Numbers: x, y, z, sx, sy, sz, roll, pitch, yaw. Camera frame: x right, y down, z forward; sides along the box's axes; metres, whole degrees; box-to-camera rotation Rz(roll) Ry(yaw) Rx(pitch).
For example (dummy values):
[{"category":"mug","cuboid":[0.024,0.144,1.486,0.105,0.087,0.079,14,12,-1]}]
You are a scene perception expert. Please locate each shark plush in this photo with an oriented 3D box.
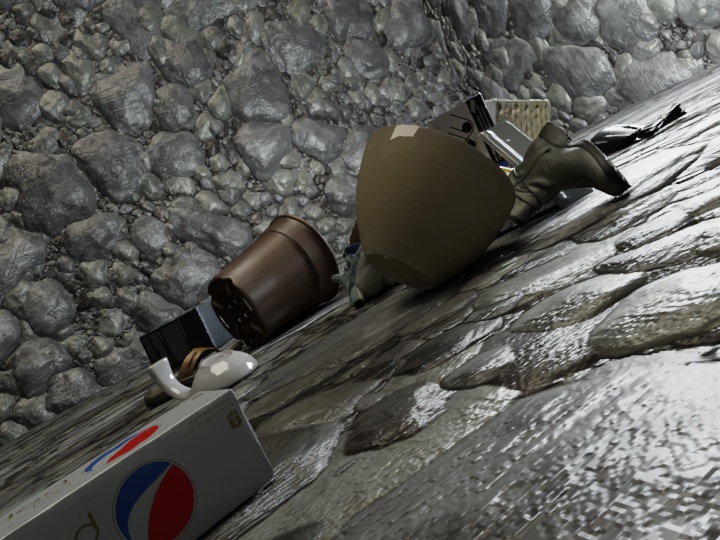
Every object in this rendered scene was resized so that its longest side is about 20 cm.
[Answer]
[{"category":"shark plush","cuboid":[0.000,0.000,0.991,0.089,0.085,0.200,-28,4,-9]}]

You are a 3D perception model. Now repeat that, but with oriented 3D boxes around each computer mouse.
[{"category":"computer mouse","cuboid":[0.531,-0.280,1.180,0.138,0.047,0.200,-30,4,-14]}]

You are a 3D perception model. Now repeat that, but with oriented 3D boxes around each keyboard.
[{"category":"keyboard","cuboid":[0.248,-0.159,0.870,0.055,0.201,0.011,-21,-42,-15]}]

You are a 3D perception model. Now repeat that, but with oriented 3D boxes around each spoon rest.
[{"category":"spoon rest","cuboid":[-0.233,0.158,0.891,0.196,0.062,0.099,-8,16,35]}]

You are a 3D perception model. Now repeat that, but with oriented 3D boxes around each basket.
[{"category":"basket","cuboid":[0.304,-0.240,1.167,0.120,0.140,0.200,-1,-4,15]}]

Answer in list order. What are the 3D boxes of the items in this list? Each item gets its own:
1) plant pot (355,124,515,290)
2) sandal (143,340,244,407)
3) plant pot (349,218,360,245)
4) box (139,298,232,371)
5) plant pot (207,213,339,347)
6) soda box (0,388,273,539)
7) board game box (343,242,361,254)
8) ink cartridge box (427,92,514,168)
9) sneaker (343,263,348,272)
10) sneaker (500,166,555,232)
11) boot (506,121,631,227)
[{"category":"plant pot","cuboid":[0.071,-0.058,0.730,0.137,0.197,0.200,-65,15,-14]},{"category":"sandal","cuboid":[-0.298,0.171,1.061,0.197,0.056,0.082,-28,4,1]},{"category":"plant pot","cuboid":[0.068,-0.108,1.371,0.200,0.188,0.186,-41,-5,35]},{"category":"box","cuboid":[-0.446,0.168,1.620,0.193,0.126,0.200,-24,5,15]},{"category":"plant pot","cuboid":[-0.172,0.028,1.159,0.199,0.203,0.198,-22,14,50]},{"category":"soda box","cuboid":[-0.150,0.147,0.339,0.198,0.065,0.068,-32,7,-34]},{"category":"board game box","cuboid":[0.066,-0.059,1.020,0.195,0.040,0.157,-1,-8,-27]},{"category":"ink cartridge box","cuboid":[0.191,-0.169,0.969,0.092,0.204,0.044,-25,5,6]},{"category":"sneaker","cuboid":[0.049,-0.043,1.268,0.197,0.076,0.081,-27,4,22]},{"category":"sneaker","cuboid":[0.233,-0.119,0.882,0.196,0.092,0.078,-26,3,5]},{"category":"boot","cuboid":[0.242,-0.102,0.761,0.131,0.067,0.201,-49,24,13]}]
